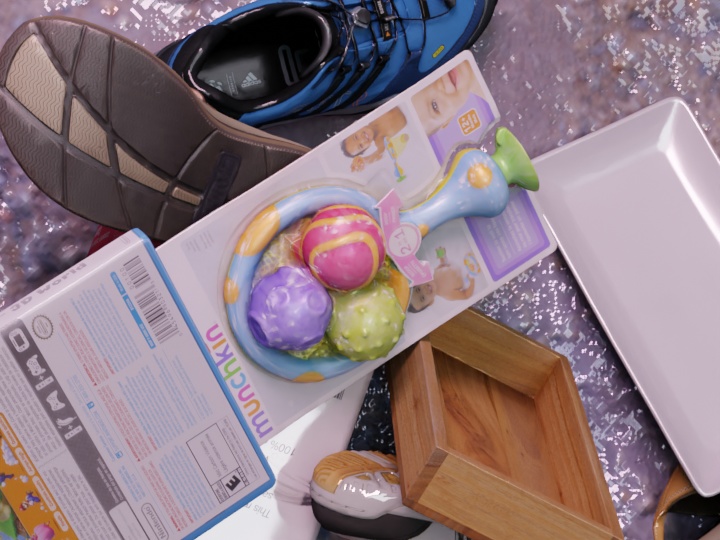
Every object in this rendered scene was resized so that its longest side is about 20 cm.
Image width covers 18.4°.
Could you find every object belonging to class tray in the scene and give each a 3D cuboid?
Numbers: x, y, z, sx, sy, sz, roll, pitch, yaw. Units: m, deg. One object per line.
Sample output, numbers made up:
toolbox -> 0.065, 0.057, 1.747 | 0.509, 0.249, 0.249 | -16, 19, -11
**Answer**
tray -> 0.063, 0.075, 1.075 | 0.098, 0.200, 0.037 | 27, 107, -12
tray -> 0.172, 0.013, 1.171 | 0.107, 0.022, 0.201 | -24, 75, -15

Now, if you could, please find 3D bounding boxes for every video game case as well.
video game case -> -0.149, 0.092, 0.977 | 0.199, 0.018, 0.144 | -33, 119, -13

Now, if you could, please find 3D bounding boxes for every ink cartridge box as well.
ink cartridge box -> -0.082, 0.069, 1.088 | 0.144, 0.084, 0.201 | 22, 79, -13

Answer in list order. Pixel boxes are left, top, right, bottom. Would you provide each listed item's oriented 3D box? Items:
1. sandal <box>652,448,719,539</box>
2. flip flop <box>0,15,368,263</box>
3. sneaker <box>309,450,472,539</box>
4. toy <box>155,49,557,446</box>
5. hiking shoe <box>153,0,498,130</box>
sandal -> 0.197, 0.114, 1.174 | 0.200, 0.080, 0.054 | -37, 80, -17
flip flop -> -0.083, -0.053, 1.028 | 0.199, 0.058, 0.082 | 23, 98, -29
sneaker -> 0.042, 0.146, 1.090 | 0.199, 0.075, 0.088 | 23, 92, -46
toy -> 0.000, 0.000, 1.027 | 0.199, 0.047, 0.116 | -35, 117, -15
hiking shoe -> -0.012, -0.111, 1.118 | 0.199, 0.087, 0.075 | -24, 93, -16
